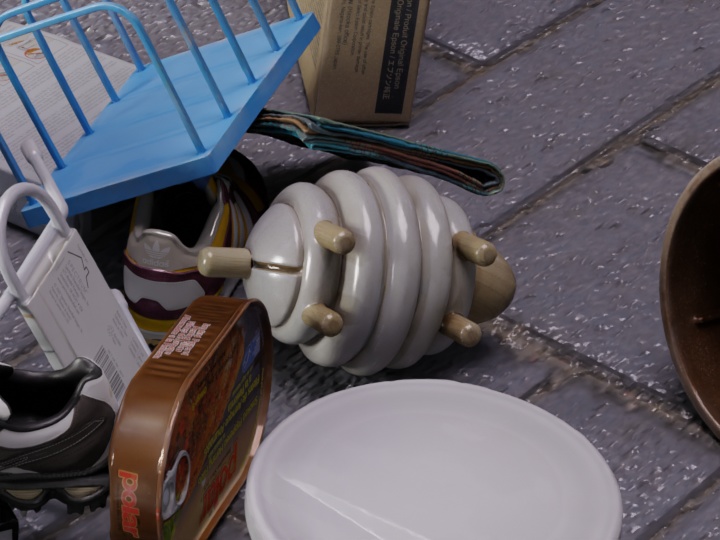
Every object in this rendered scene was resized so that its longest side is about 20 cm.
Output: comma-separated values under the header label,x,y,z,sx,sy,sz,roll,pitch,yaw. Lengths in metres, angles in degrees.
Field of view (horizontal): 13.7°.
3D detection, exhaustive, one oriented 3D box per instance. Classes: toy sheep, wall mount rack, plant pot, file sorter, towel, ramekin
label,x,y,z,sx,sy,sz,roll,pitch,yaw
toy sheep,0.000,0.000,1.783,0.200,0.138,0.138,9,31,-23
wall mount rack,-0.170,0.021,1.699,0.074,0.200,0.174,-7,36,29
plant pot,0.316,0.009,1.776,0.198,0.201,0.200,-12,37,-38
file sorter,-0.139,-0.139,1.848,0.139,0.123,0.200,-16,24,27
towel,-0.014,-0.080,1.890,0.146,0.022,0.200,14,0,-28
ramekin,0.036,0.153,1.595,0.202,0.094,0.203,4,34,-3

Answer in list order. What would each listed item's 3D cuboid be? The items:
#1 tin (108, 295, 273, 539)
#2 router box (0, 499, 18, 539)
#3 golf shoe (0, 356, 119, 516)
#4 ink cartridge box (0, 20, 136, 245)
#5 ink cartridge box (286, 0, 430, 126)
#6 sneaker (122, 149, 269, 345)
label,x,y,z,sx,sy,sz,roll,pitch,yaw
tin,-0.093,0.087,1.649,0.042,0.112,0.200,4,23,15
router box,-0.291,0.110,1.649,0.149,0.051,0.200,-11,39,-23
golf shoe,-0.224,0.083,1.572,0.200,0.095,0.078,-8,44,-16
ink cartridge box,-0.215,-0.093,1.973,0.200,0.050,0.162,19,36,28
ink cartridge box,-0.001,-0.221,2.075,0.075,0.165,0.200,1,35,-10
sneaker,-0.099,-0.039,1.861,0.075,0.090,0.200,8,35,4
